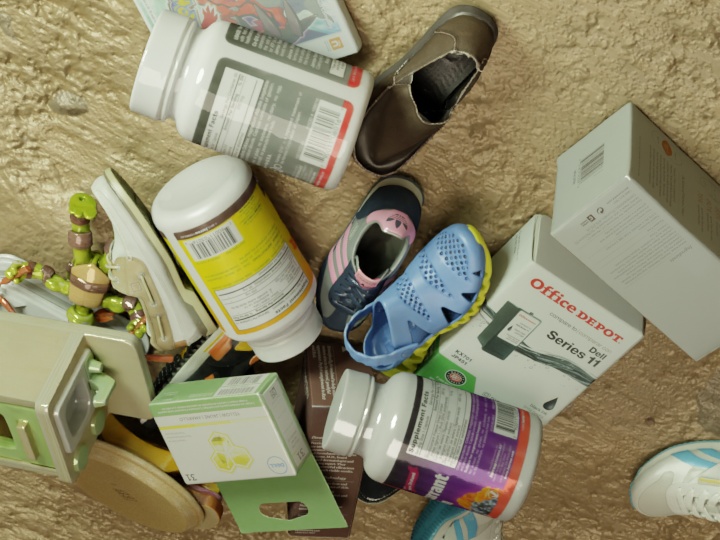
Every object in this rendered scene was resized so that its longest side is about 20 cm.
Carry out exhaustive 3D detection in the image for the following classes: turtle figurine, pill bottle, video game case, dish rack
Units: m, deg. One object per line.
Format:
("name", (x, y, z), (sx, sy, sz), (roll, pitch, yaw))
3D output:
("turtle figurine", (-0.267, 0.007, 1.672), (0.199, 0.064, 0.162), (23, 120, 2))
("pill bottle", (0.068, 0.165, 1.595), (0.199, 0.112, 0.112), (18, 128, -5))
("video game case", (-0.118, -0.259, 1.469), (0.181, 0.023, 0.201), (-14, 123, 20))
("pill bottle", (-0.098, -0.156, 1.459), (0.199, 0.114, 0.114), (19, 128, -5))
("dish rack", (-0.345, 0.086, 1.760), (0.199, 0.044, 0.172), (30, 126, -13))
("pill bottle", (-0.115, -0.007, 1.604), (0.109, 0.109, 0.200), (-16, 122, 21))

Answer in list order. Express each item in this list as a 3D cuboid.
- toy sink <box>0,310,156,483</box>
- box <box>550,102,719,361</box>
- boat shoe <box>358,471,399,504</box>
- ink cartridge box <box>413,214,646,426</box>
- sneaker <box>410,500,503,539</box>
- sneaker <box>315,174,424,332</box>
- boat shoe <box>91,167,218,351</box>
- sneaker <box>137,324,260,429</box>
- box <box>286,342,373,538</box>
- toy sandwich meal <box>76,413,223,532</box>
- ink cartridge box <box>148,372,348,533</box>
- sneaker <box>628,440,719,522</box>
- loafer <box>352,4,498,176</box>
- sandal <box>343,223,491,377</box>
("toy sink", (-0.326, 0.132, 1.665), (0.199, 0.112, 0.131), (9, 139, 14))
("box", (0.280, -0.035, 1.503), (0.200, 0.125, 0.097), (39, 124, -18))
("boat shoe", (0.048, 0.197, 1.761), (0.074, 0.062, 0.200), (30, 128, -15))
("ink cartridge box", (0.169, 0.061, 1.621), (0.146, 0.083, 0.200), (32, 126, -14))
("sneaker", (0.126, 0.268, 1.791), (0.080, 0.077, 0.200), (18, 135, -14))
("sneaker", (0.000, 0.000, 1.606), (0.070, 0.082, 0.200), (20, 128, -5))
("boat shoe", (-0.215, -0.004, 1.591), (0.068, 0.075, 0.201), (-29, 114, 1))
("sneaker", (-0.160, 0.120, 1.734), (0.090, 0.070, 0.200), (34, 123, -12))
("box", (-0.035, 0.183, 1.734), (0.075, 0.100, 0.201), (5, 128, -10))
("toy sandwich meal", (-0.241, 0.224, 1.815), (0.204, 0.070, 0.205), (22, 153, 12))
("ink cartridge box", (-0.115, 0.203, 1.684), (0.145, 0.048, 0.201), (-8, 115, 31))
("sneaker", (0.379, 0.230, 1.714), (0.199, 0.081, 0.077), (-14, 125, 21))
("loafer", (0.049, -0.156, 1.486), (0.073, 0.071, 0.200), (29, 127, -12))
("sandal", (0.052, 0.034, 1.576), (0.087, 0.080, 0.200), (1, 135, -44))
